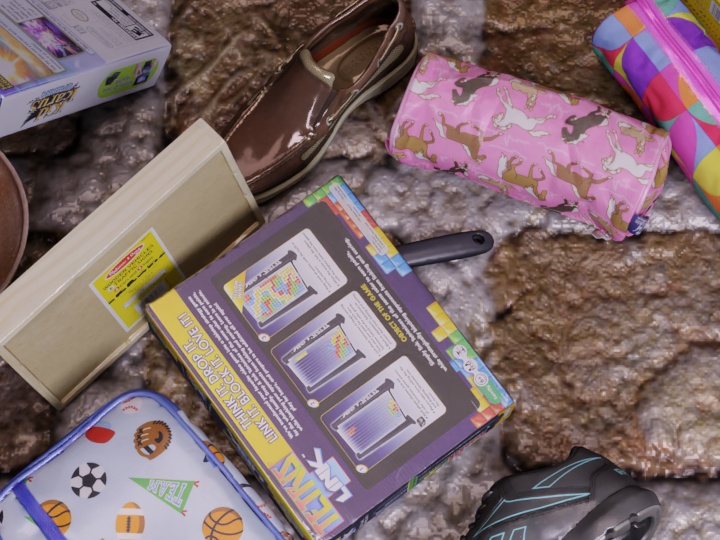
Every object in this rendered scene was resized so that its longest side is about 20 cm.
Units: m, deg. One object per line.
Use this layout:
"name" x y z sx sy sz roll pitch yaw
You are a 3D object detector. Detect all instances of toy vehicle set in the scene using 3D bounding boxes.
"toy vehicle set" -0.157 -0.001 1.076 0.200 0.124 0.027 -43 66 -11

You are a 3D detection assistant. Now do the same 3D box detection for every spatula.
"spatula" 0.000 0.000 1.141 0.199 0.021 0.057 -14 62 -6

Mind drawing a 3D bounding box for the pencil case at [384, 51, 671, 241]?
"pencil case" 0.120 -0.088 1.145 0.199 0.083 0.087 21 76 10

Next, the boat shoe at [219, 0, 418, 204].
"boat shoe" -0.040 -0.134 1.174 0.075 0.075 0.202 37 71 17

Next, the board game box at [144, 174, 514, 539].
"board game box" -0.022 0.064 1.078 0.165 0.057 0.200 -34 78 -12

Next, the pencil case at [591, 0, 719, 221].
"pencil case" 0.249 -0.117 1.154 0.088 0.088 0.200 -29 65 -12

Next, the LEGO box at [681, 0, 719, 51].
"LEGO box" 0.320 -0.215 1.202 0.149 0.077 0.200 -29 67 -13

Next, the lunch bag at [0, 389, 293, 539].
"lunch bag" -0.133 0.190 1.019 0.160 0.076 0.200 -37 68 -13

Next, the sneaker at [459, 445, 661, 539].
"sneaker" 0.096 0.185 1.034 0.199 0.076 0.079 -27 53 -18

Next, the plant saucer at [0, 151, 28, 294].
"plant saucer" -0.319 -0.017 1.063 0.199 0.037 0.201 1 58 -2

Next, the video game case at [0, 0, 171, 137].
"video game case" -0.269 -0.189 1.167 0.200 0.046 0.181 41 35 15
